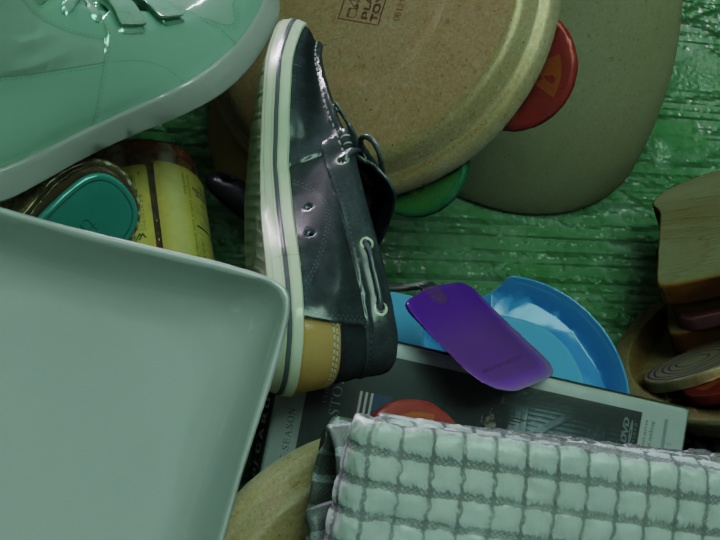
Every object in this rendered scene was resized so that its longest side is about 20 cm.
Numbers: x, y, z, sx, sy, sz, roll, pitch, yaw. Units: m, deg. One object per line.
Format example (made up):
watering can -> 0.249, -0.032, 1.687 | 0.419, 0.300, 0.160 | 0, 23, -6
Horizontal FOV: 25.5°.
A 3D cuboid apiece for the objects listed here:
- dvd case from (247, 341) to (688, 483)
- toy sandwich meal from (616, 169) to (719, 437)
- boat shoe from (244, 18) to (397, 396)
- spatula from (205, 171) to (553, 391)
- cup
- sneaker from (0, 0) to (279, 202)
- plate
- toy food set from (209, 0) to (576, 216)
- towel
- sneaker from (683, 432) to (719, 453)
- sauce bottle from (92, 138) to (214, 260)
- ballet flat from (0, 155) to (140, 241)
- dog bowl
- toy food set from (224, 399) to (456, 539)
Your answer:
dvd case -> 0.045, 0.116, 0.721 | 0.198, 0.025, 0.152 | 13, 83, -15
toy sandwich meal -> 0.212, 0.007, 0.814 | 0.205, 0.204, 0.071 | -38, 115, -37
boat shoe -> -0.018, -0.031, 0.702 | 0.061, 0.075, 0.201 | 2, 49, -10
spatula -> 0.000, 0.000, 0.743 | 0.199, 0.021, 0.056 | 29, 25, 28
cup -> 0.102, -0.154, 0.894 | 0.198, 0.144, 0.202 | 11, 55, -16
sneaker -> -0.119, -0.121, 0.692 | 0.073, 0.119, 0.200 | 18, 42, 42
plate -> -0.143, 0.077, 0.630 | 0.198, 0.032, 0.202 | 15, 89, 5
toy food set -> 0.012, -0.124, 0.797 | 0.196, 0.049, 0.202 | -3, 74, 25
towel -> 0.066, 0.143, 0.617 | 0.198, 0.086, 0.168 | 8, 92, -13
sneaker -> 0.190, 0.173, 0.758 | 0.097, 0.071, 0.202 | 14, 50, -22
sauce bottle -> -0.093, 0.036, 0.734 | 0.065, 0.066, 0.202 | 3, 58, -21
ballet flat -> -0.180, 0.024, 0.702 | 0.200, 0.065, 0.071 | -42, 119, -18
dog bowl -> 0.033, 0.054, 0.784 | 0.198, 0.050, 0.112 | 12, 54, -16
toy food set -> 0.012, 0.160, 0.668 | 0.198, 0.049, 0.200 | -14, 91, -17
